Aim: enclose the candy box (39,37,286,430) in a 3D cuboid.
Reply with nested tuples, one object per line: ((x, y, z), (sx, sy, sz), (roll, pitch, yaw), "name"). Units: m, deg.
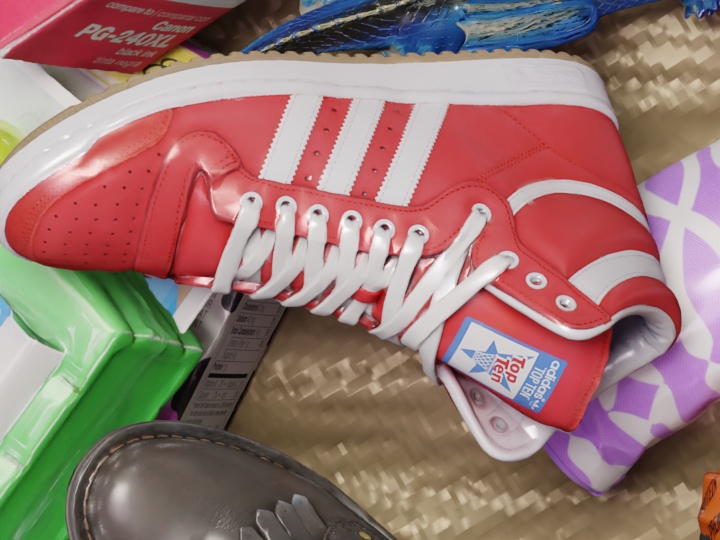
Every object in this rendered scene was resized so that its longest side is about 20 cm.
((-0.104, 0.011, 0.957), (0.136, 0.061, 0.201), (28, 95, 14), "candy box")

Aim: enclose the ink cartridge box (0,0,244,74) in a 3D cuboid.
((-0.040, -0.171, 0.858), (0.199, 0.083, 0.146), (-30, 74, 25), "ink cartridge box")

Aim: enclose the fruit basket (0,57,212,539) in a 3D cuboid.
((-0.159, 0.005, 0.894), (0.200, 0.094, 0.186), (40, 99, 16), "fruit basket")

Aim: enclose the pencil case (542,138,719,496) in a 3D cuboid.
((0.132, -0.002, 0.886), (0.199, 0.084, 0.086), (-29, 120, 15), "pencil case")

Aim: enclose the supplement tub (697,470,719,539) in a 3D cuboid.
((0.146, 0.163, 0.854), (0.122, 0.122, 0.202), (1, 88, 15), "supplement tub")

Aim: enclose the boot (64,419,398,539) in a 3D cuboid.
((0.019, 0.099, 0.803), (0.199, 0.174, 0.070), (31, 77, -11), "boot")

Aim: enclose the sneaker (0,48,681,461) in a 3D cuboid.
((0.000, 0.000, 0.811), (0.199, 0.071, 0.113), (-8, 58, -23), "sneaker")

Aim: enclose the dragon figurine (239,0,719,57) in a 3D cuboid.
((0.035, -0.087, 0.883), (0.099, 0.199, 0.059), (-30, 77, 50), "dragon figurine")
